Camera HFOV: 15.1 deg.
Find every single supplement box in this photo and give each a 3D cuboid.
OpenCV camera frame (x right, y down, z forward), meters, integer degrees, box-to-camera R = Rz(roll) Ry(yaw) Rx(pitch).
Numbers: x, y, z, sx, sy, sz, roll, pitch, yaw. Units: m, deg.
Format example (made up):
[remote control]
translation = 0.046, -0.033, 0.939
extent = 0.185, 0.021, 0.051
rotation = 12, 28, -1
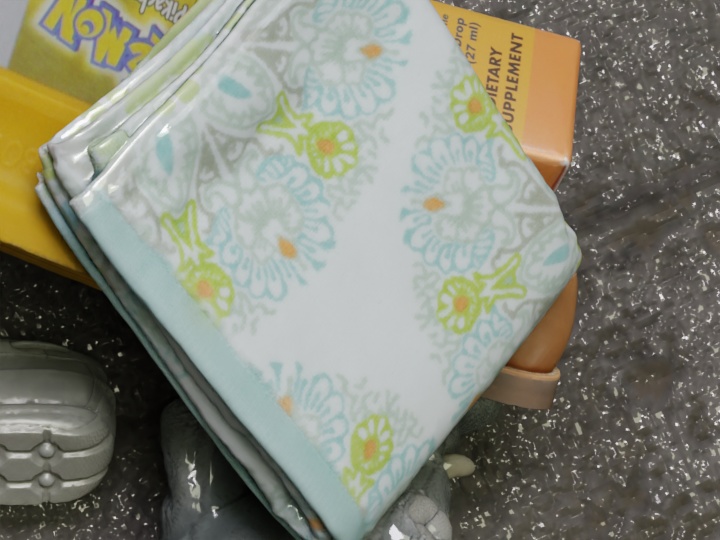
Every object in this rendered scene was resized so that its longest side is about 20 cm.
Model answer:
[supplement box]
translation = -0.014, -0.077, 1.105
extent = 0.199, 0.069, 0.067
rotation = 12, 60, -8

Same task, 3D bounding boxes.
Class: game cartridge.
[game cartridge]
translation = -0.081, -0.094, 1.006
extent = 0.176, 0.032, 0.201
rotation = 22, 77, -31

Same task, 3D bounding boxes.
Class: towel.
[towel]
translation = -0.012, -0.019, 1.010
extent = 0.171, 0.048, 0.200
rotation = -47, 119, -24

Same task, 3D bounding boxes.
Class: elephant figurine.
[elephant figurine]
translation = -0.006, 0.117, 1.153
extent = 0.154, 0.200, 0.142
rotation = -22, 75, 9

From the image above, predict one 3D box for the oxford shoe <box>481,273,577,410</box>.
[oxford shoe]
translation = 0.000, 0.000, 1.102
extent = 0.199, 0.071, 0.072
rotation = 13, 101, -29

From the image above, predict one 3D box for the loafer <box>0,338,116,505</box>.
[loafer]
translation = -0.202, 0.057, 1.133
extent = 0.199, 0.070, 0.070
rotation = 6, 38, -12
